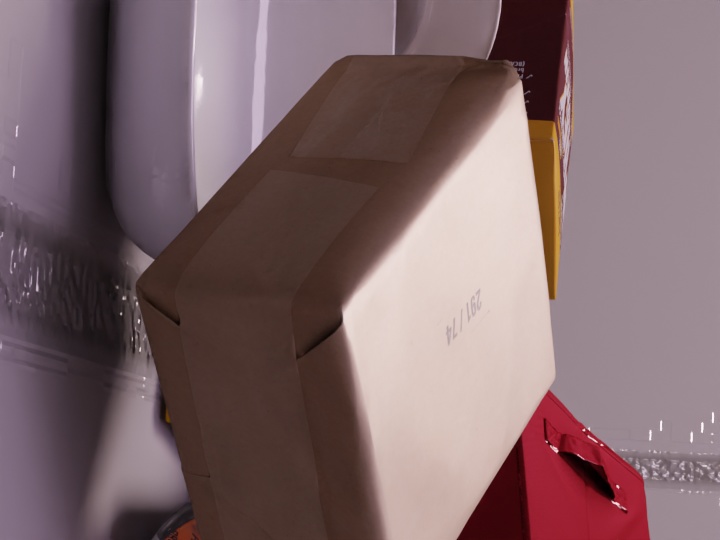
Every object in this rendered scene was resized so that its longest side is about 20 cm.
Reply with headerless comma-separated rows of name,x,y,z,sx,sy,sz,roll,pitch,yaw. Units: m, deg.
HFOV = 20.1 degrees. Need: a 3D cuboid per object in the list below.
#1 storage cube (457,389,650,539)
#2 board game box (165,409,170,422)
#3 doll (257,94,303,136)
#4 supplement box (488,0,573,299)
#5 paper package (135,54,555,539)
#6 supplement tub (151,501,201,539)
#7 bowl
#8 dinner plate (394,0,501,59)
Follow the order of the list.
storage cube,0.069,0.195,1.255,0.171,0.200,0.180,42,34,-40
board game box,-0.074,0.020,1.201,0.200,0.026,0.200,71,22,-70
doll,-0.045,-0.005,1.134,0.136,0.048,0.200,-80,171,-75
supplement box,0.044,-0.096,1.401,0.200,0.197,0.133,-77,166,-50
paper package,0.005,0.029,0.942,0.200,0.103,0.191,-52,141,-45
supplement tub,-0.049,0.175,1.075,0.200,0.122,0.123,40,53,-79
bowl,-0.058,-0.095,0.986,0.200,0.075,0.200,-7,99,-64
dinner plate,-0.011,-0.168,1.093,0.024,0.200,0.201,-33,130,-45
